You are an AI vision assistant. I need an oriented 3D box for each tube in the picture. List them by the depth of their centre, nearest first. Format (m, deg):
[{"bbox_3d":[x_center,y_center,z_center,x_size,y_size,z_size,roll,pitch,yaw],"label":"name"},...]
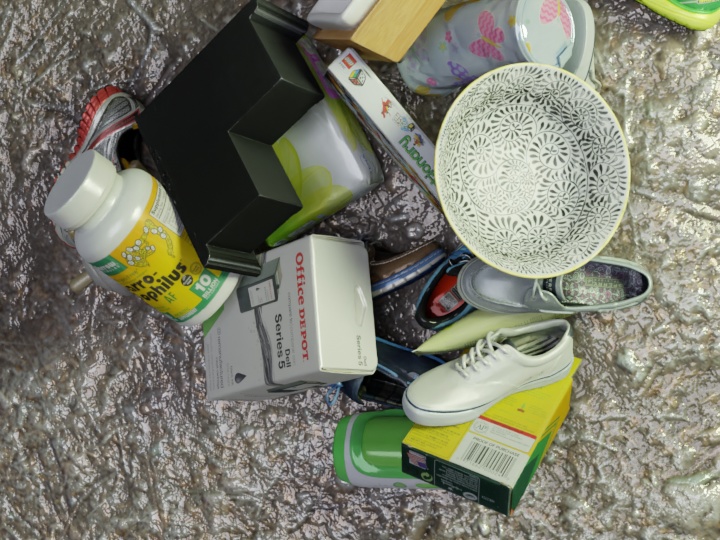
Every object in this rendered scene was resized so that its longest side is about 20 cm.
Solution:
[{"bbox_3d":[0.149,0.052,1.227,0.198,0.052,0.058,-23,129,6],"label":"tube"}]

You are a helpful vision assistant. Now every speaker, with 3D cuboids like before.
[{"bbox_3d":[0.073,0.202,1.282,0.198,0.088,0.090,-2,97,19],"label":"speaker"}]

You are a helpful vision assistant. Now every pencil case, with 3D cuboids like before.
[{"bbox_3d":[0.122,-0.230,1.162,0.199,0.083,0.092,-3,113,53],"label":"pencil case"}]

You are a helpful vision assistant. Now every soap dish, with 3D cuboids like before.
[{"bbox_3d":[0.029,-0.287,1.166,0.081,0.200,0.158,37,91,-17],"label":"soap dish"}]

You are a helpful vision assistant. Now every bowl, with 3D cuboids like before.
[{"bbox_3d":[0.152,-0.093,1.112,0.198,0.094,0.203,1,88,-15],"label":"bowl"}]

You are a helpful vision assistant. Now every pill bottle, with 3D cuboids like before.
[{"bbox_3d":[-0.231,-0.036,1.215,0.113,0.113,0.200,-39,123,19],"label":"pill bottle"}]

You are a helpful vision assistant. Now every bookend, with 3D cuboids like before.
[{"bbox_3d":[-0.109,-0.136,1.187,0.200,0.092,0.200,-40,63,23],"label":"bookend"}]

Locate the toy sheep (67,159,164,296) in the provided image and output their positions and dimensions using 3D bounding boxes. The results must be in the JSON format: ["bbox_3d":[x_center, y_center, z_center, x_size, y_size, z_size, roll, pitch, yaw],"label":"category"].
[{"bbox_3d":[-0.265,-0.039,1.338,0.199,0.138,0.139,-32,87,15],"label":"toy sheep"}]

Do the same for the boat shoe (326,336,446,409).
[{"bbox_3d":[0.004,0.113,1.287,0.198,0.069,0.085,7,131,18],"label":"boat shoe"}]

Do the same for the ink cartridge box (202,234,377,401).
[{"bbox_3d":[-0.083,0.056,1.249,0.199,0.083,0.147,-19,71,44],"label":"ink cartridge box"}]

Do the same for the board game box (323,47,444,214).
[{"bbox_3d":[0.039,-0.143,1.202,0.035,0.126,0.200,-41,96,1],"label":"board game box"}]

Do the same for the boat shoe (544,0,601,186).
[{"bbox_3d":[0.217,-0.178,1.186,0.074,0.086,0.204,17,107,39],"label":"boat shoe"}]

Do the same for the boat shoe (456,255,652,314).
[{"bbox_3d":[0.198,0.009,1.160,0.198,0.072,0.071,0,86,2],"label":"boat shoe"}]

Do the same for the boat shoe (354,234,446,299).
[{"bbox_3d":[0.000,0.000,1.285,0.199,0.072,0.073,-24,86,21],"label":"boat shoe"}]

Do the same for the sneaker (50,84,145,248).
[{"bbox_3d":[-0.310,-0.116,1.370,0.082,0.078,0.202,27,105,13],"label":"sneaker"}]

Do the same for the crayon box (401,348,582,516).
[{"bbox_3d":[0.143,0.153,1.209,0.126,0.200,0.051,19,135,24],"label":"crayon box"}]

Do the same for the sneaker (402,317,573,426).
[{"bbox_3d":[0.132,0.096,1.182,0.073,0.198,0.071,50,152,43],"label":"sneaker"}]

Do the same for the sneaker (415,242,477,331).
[{"bbox_3d":[0.132,-0.002,1.231,0.078,0.090,0.200,42,107,8],"label":"sneaker"}]

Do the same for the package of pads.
[{"bbox_3d":[-0.079,-0.151,1.294,0.154,0.068,0.201,-29,88,21],"label":"package of pads"}]

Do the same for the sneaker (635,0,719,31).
[{"bbox_3d":[0.282,-0.318,1.150,0.199,0.074,0.084,30,108,3],"label":"sneaker"}]
